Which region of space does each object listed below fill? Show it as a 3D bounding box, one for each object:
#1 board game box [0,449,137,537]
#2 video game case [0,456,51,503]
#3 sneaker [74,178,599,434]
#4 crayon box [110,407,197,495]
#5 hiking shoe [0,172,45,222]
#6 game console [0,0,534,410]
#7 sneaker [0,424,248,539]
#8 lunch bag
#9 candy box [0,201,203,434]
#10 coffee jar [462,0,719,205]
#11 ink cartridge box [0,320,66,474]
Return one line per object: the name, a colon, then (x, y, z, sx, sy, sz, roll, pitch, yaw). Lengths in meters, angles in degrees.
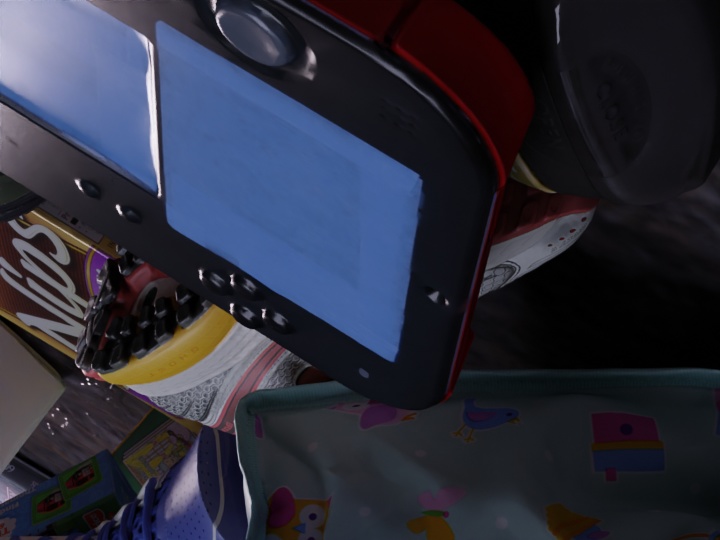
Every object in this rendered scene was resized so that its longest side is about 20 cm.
board game box: (-0.160, 0.179, 1.000, 0.152, 0.199, 0.037, 60, -174, -35)
video game case: (-0.221, 0.118, 1.304, 0.199, 0.019, 0.143, 31, 155, 7)
sneaker: (0.000, 0.000, 0.746, 0.082, 0.078, 0.200, 34, 142, -32)
crayon box: (-0.019, 0.162, 1.057, 0.200, 0.058, 0.173, 35, 158, 20)
hiking shoe: (-0.181, -0.095, 0.759, 0.199, 0.076, 0.101, 22, 146, 2)
game console: (-0.044, -0.041, 0.591, 0.176, 0.031, 0.200, 27, 158, 8)
sneaker: (-0.092, 0.127, 0.892, 0.115, 0.081, 0.200, 6, 145, -11)
lunch bag: (0.071, 0.117, 0.741, 0.199, 0.122, 0.171, -7, 135, 5)
candy box: (-0.082, 0.001, 0.884, 0.199, 0.057, 0.117, 32, 155, 5)
coffee jar: (0.003, -0.081, 0.599, 0.199, 0.086, 0.104, 14, 150, 34)
ink cartridge box: (-0.252, 0.104, 1.100, 0.084, 0.200, 0.144, 47, 151, -23)
